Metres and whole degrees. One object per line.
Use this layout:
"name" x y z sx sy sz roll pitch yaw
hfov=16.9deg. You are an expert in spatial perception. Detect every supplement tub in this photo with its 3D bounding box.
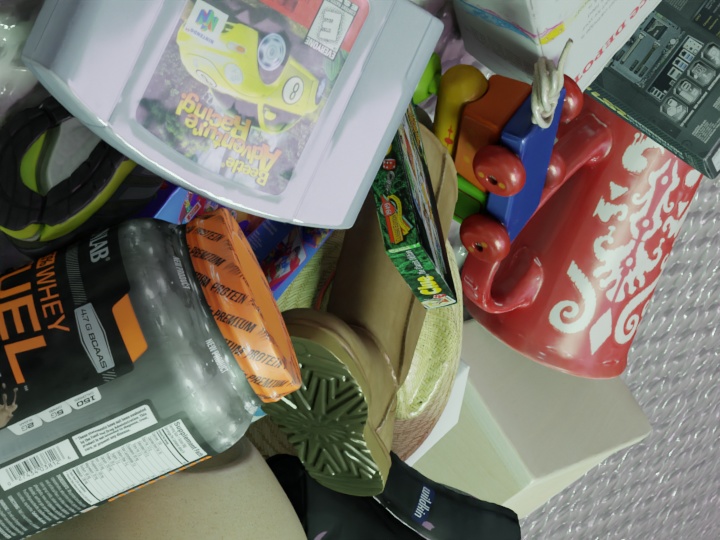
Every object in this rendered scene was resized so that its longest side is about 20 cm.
"supplement tub" -0.137 0.053 1.180 0.199 0.123 0.123 -24 157 4

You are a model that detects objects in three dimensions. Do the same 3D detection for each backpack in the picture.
"backpack" 0.009 0.187 1.461 0.199 0.126 0.168 8 87 -45

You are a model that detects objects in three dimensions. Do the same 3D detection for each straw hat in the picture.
"straw hat" 0.013 0.041 1.471 0.200 0.085 0.203 -5 99 -36

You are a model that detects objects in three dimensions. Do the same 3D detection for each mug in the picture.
"mug" 0.167 -0.036 1.719 0.201 0.133 0.178 -65 173 21

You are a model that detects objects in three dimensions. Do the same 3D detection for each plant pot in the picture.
"plant pot" -0.108 0.153 1.284 0.200 0.199 0.136 -16 117 -56

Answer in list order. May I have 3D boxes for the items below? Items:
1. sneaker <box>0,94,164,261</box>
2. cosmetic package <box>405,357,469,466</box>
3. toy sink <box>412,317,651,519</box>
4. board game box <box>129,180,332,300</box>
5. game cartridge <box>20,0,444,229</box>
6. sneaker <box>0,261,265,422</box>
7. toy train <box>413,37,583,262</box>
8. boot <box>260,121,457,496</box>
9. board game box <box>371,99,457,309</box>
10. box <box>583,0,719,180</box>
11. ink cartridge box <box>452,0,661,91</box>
"sneaker" -0.110 -0.078 1.218 0.200 0.074 0.081 -39 164 -17
"cosmetic package" -0.034 0.110 1.578 0.200 0.107 0.085 -43 161 -23
"toy sink" 0.102 0.112 1.792 0.112 0.131 0.200 -40 166 30
"board game box" -0.067 -0.051 1.358 0.135 0.045 0.200 -51 158 -5
"game cartridge" -0.059 -0.101 1.161 0.199 0.041 0.134 26 92 -36
"sneaker" -0.116 0.045 1.307 0.199 0.072 0.073 16 113 -40
"toy train" 0.065 -0.103 1.437 0.085 0.115 0.201 -51 163 -30
"boot" 0.000 0.000 1.340 0.176 0.066 0.201 77 25 -59
"board game box" 0.013 -0.088 1.291 0.023 0.201 0.105 -16 159 11
"box" 0.227 -0.185 1.585 0.200 0.157 0.051 -52 159 -2
"ink cartridge box" 0.123 -0.206 1.445 0.148 0.085 0.200 -48 159 -12
